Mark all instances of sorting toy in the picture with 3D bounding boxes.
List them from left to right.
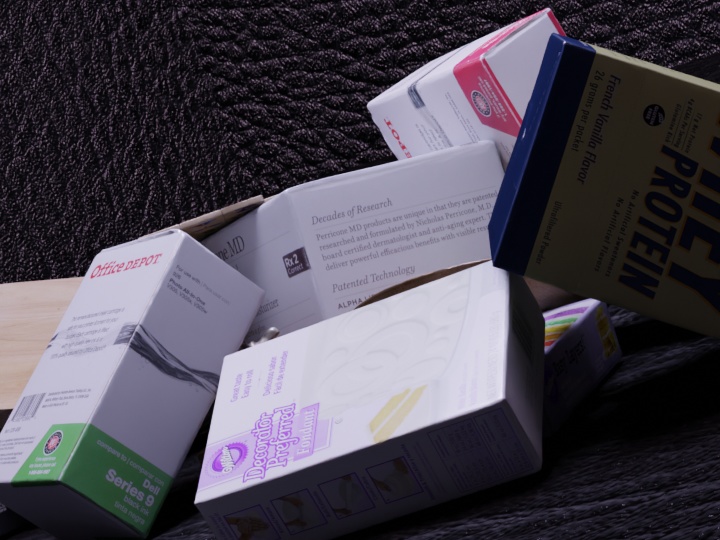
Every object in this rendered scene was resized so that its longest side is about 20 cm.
[{"bbox_3d":[-0.244,0.084,1.812,0.199,0.070,0.199,-4,28,28],"label":"sorting toy"}]

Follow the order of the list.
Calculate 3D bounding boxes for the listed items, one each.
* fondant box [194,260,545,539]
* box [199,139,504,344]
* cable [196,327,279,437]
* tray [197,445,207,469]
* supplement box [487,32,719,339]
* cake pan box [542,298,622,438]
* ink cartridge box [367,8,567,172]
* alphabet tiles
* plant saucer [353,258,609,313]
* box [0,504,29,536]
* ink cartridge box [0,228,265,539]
[{"bbox_3d":[0.008,0.083,1.362,0.199,0.058,0.145,-21,30,18],"label":"fondant box"},{"bbox_3d":[0.000,0.000,1.812,0.199,0.131,0.199,-15,-6,-30],"label":"box"},{"bbox_3d":[-0.125,0.123,1.651,0.200,0.050,0.097,-48,15,14],"label":"cable"},{"bbox_3d":[-0.039,0.107,1.666,0.098,0.037,0.200,-18,7,18],"label":"tray"},{"bbox_3d":[0.190,-0.046,1.367,0.199,0.135,0.200,18,8,0],"label":"supplement box"},{"bbox_3d":[0.056,0.084,1.496,0.199,0.053,0.184,-17,5,25],"label":"cake pan box"},{"bbox_3d":[0.112,-0.111,1.854,0.084,0.145,0.200,-36,9,-26],"label":"ink cartridge box"},{"bbox_3d":[-0.120,-0.032,1.822,0.166,0.006,0.200,-20,-4,-1],"label":"alphabet tiles"},{"bbox_3d":[0.092,0.034,1.624,0.199,0.036,0.200,-9,-15,-2],"label":"plant saucer"},{"bbox_3d":[-0.354,0.202,1.817,0.161,0.049,0.200,-21,6,-26],"label":"box"},{"bbox_3d":[-0.168,0.082,1.614,0.146,0.084,0.201,-10,49,58],"label":"ink cartridge box"}]
